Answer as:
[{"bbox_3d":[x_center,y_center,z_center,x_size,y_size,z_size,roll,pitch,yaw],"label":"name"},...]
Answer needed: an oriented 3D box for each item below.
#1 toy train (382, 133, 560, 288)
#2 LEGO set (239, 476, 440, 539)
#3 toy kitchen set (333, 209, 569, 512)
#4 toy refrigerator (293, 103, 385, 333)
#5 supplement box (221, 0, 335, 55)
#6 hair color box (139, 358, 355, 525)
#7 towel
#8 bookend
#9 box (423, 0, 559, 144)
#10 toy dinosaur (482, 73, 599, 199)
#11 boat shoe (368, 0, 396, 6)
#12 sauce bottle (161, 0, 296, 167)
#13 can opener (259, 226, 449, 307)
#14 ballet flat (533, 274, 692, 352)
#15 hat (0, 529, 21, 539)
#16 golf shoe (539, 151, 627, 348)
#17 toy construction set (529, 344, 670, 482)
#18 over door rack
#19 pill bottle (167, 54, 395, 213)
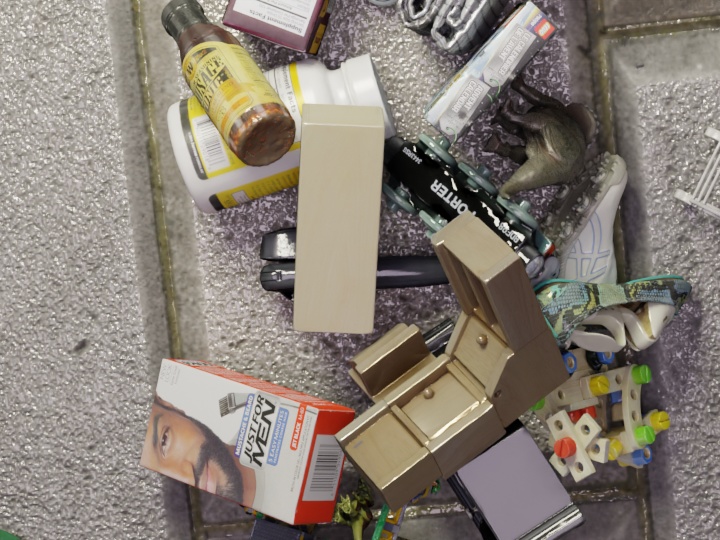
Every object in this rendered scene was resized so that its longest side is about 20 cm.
[{"bbox_3d":[0.102,-0.052,1.688,0.200,0.114,0.085,41,95,29],"label":"toy train"},{"bbox_3d":[-0.005,0.235,1.754,0.199,0.116,0.155,2,74,34],"label":"LEGO set"},{"bbox_3d":[0.041,0.060,1.599,0.200,0.163,0.181,-37,137,-9],"label":"toy kitchen set"},{"bbox_3d":[-0.021,-0.048,1.668,0.076,0.070,0.201,2,111,-3],"label":"toy refrigerator"},{"bbox_3d":[-0.052,-0.309,1.704,0.085,0.110,0.201,20,97,2],"label":"supplement box"},{"bbox_3d":[-0.109,0.160,1.727,0.199,0.064,0.111,14,93,38],"label":"hair color box"},{"bbox_3d":[0.109,-0.298,1.669,0.085,0.166,0.200,32,97,5],"label":"towel"},{"bbox_3d":[0.107,0.158,1.692,0.092,0.200,0.199,-33,94,0],"label":"bookend"},{"bbox_3d":[0.116,-0.182,1.661,0.040,0.200,0.137,41,97,-3],"label":"box"},{"bbox_3d":[0.169,-0.119,1.659,0.102,0.200,0.077,25,116,-3],"label":"toy dinosaur"},{"bbox_3d":[0.049,-0.345,1.714,0.072,0.071,0.201,24,97,1],"label":"boat shoe"},{"bbox_3d":[-0.126,-0.177,1.661,0.066,0.066,0.200,-42,51,7],"label":"sauce bottle"},{"bbox_3d":[0.000,0.000,1.755,0.199,0.063,0.079,2,95,4],"label":"can opener"},{"bbox_3d":[0.239,0.045,1.695,0.199,0.074,0.075,-3,97,-35],"label":"ballet flat"},{"bbox_3d":[-0.413,0.374,1.844,0.165,0.176,0.200,38,59,1],"label":"hat"},{"bbox_3d":[0.215,-0.014,1.747,0.097,0.078,0.201,25,100,-19],"label":"golf shoe"},{"bbox_3d":[0.212,0.134,1.699,0.092,0.200,0.132,-14,86,28],"label":"toy construction set"},{"bbox_3d":[0.415,-0.087,1.709,0.199,0.067,0.148,28,97,22],"label":"over door rack"},{"bbox_3d":[-0.073,-0.134,1.723,0.199,0.111,0.112,-17,94,6],"label":"pill bottle"}]
